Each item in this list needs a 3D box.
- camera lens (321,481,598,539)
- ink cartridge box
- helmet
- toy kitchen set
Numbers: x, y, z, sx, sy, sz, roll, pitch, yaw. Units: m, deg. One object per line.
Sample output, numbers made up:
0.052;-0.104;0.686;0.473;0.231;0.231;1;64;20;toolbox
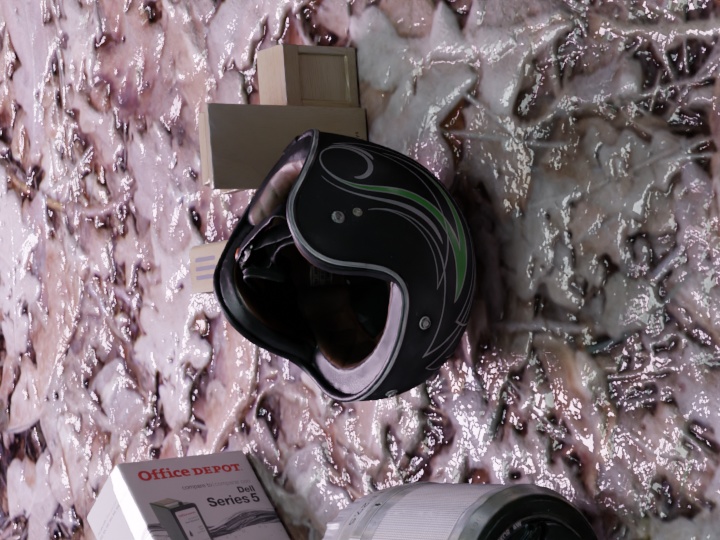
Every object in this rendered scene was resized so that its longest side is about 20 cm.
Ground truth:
0.078;0.243;1.498;0.199;0.159;0.162;-7;86;53;camera lens
-0.141;0.269;1.797;0.201;0.145;0.084;58;133;33;ink cartridge box
0.000;0.000;1.566;0.200;0.190;0.200;-53;14;19;helmet
-0.110;-0.085;1.727;0.180;0.162;0.202;-8;84;52;toy kitchen set
